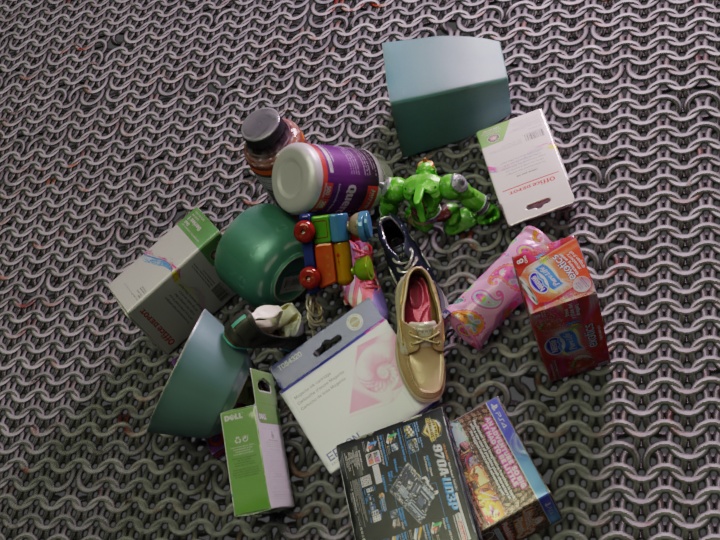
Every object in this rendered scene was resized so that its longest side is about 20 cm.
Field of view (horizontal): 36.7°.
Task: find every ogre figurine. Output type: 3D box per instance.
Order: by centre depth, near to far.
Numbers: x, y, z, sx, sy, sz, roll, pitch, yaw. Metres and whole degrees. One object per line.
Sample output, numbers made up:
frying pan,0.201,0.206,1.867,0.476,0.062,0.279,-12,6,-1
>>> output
ogre figurine,0.114,-0.109,1.730,0.198,0.120,0.099,17,67,29

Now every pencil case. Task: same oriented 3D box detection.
pencil case,0.211,0.026,1.628,0.200,0.088,0.087,-44,54,-7

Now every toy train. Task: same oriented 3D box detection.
toy train,-0.030,0.008,1.674,0.114,0.085,0.203,-6,92,15

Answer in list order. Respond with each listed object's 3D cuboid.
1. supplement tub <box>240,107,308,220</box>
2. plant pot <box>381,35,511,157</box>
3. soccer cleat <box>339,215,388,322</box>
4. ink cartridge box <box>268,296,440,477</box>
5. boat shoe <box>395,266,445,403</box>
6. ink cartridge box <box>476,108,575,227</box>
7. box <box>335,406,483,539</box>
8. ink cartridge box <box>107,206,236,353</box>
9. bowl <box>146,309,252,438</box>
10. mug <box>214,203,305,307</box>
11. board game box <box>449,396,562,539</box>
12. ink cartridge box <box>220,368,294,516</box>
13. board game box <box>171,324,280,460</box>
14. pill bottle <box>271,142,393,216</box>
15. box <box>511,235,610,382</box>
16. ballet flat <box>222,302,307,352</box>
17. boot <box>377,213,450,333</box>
supplement tub,-0.128,-0.182,1.823,0.106,0.201,0.108,-12,52,16
plant pot,0.149,-0.305,1.833,0.197,0.142,0.143,-10,55,7
soccer cleat,0.000,0.000,1.729,0.077,0.066,0.201,-55,41,28
ink cartridge box,-0.014,0.168,1.621,0.195,0.043,0.201,-35,72,-2
boat shoe,0.086,0.089,1.580,0.073,0.069,0.203,-5,66,-9
ink cartridge box,0.267,-0.148,1.725,0.116,0.068,0.202,-19,53,9
box,0.063,0.297,1.416,0.157,0.046,0.202,-21,54,8
ink cartridge box,-0.296,0.019,1.800,0.200,0.145,0.084,-42,53,-7
bowl,-0.232,0.171,1.636,0.104,0.201,0.203,25,66,-5
mug,-0.132,-0.026,1.757,0.114,0.152,0.185,37,77,32
board game box,0.144,0.300,1.471,0.198,0.097,0.160,-29,53,3
ink cartridge box,-0.153,0.251,1.580,0.059,0.104,0.203,-13,77,13
board game box,-0.217,0.189,1.734,0.119,0.032,0.201,-35,53,3
pill bottle,-0.040,-0.145,1.763,0.112,0.198,0.114,1,91,46
box,0.280,0.057,1.506,0.094,0.201,0.101,-18,54,8
ballet flat,-0.127,0.087,1.656,0.068,0.199,0.069,47,110,22
boot,0.076,0.007,1.689,0.072,0.091,0.201,-29,53,2
